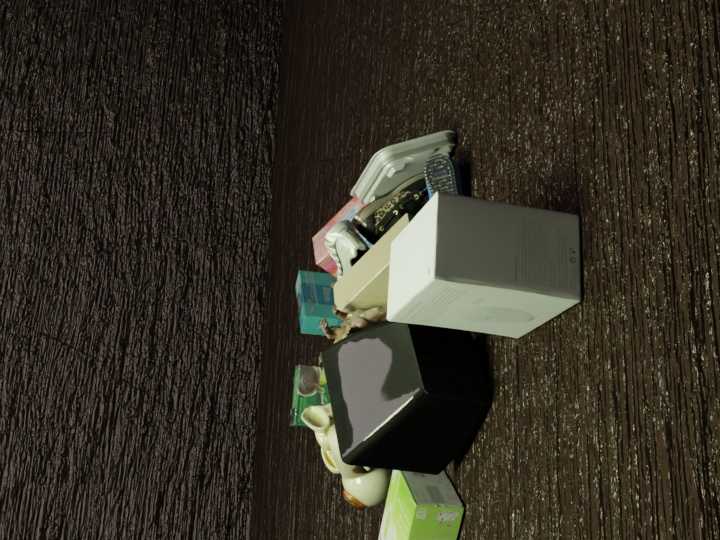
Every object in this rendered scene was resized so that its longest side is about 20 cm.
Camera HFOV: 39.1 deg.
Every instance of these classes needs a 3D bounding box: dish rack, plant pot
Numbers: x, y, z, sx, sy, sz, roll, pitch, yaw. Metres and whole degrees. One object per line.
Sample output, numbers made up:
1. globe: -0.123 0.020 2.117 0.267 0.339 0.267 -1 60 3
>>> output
1. dish rack: 0.082 -0.180 1.857 0.044 0.171 0.200 67 157 15
2. plant pot: 0.081 0.180 1.561 0.177 0.199 0.201 -43 47 39

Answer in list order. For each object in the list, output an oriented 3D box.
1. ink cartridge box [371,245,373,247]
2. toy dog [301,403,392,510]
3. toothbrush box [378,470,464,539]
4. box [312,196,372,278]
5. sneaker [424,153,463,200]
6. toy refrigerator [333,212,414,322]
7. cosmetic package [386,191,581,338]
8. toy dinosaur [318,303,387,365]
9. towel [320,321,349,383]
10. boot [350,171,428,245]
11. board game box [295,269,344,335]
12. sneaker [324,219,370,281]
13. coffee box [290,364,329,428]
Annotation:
1. ink cartridge box: 0.069 -0.005 1.945 0.146 0.084 0.201 -99 21 -46
2. toy dog: 0.006 0.340 1.866 0.194 0.139 0.201 33 146 55
3. toothbrush box: 0.091 0.431 1.643 0.146 0.086 0.201 -120 38 -68
4. box: 0.006 -0.078 2.041 0.200 0.102 0.095 -43 31 22
5. sneaker: 0.153 -0.099 1.736 0.078 0.066 0.201 23 -121 -68
6. toy refrigerator: 0.044 0.004 1.707 0.200 0.070 0.076 -44 32 28
7. cosmetic package: 0.158 -0.002 1.346 0.199 0.199 0.124 132 142 -66
8. toy dinosaur: 0.010 0.113 1.696 0.200 0.135 0.086 -53 33 41
9. towel: 0.021 0.164 1.884 0.199 0.023 0.144 7 64 42
10. boot: 0.100 -0.081 1.815 0.151 0.200 0.073 54 156 12
11. board game box: -0.026 0.072 2.052 0.151 0.199 0.047 -101 23 -52
12. sneaker: 0.000 0.000 1.808 0.081 0.075 0.200 37 164 39
13. coffee box: -0.035 0.256 2.004 0.044 0.199 0.124 143 134 -67
